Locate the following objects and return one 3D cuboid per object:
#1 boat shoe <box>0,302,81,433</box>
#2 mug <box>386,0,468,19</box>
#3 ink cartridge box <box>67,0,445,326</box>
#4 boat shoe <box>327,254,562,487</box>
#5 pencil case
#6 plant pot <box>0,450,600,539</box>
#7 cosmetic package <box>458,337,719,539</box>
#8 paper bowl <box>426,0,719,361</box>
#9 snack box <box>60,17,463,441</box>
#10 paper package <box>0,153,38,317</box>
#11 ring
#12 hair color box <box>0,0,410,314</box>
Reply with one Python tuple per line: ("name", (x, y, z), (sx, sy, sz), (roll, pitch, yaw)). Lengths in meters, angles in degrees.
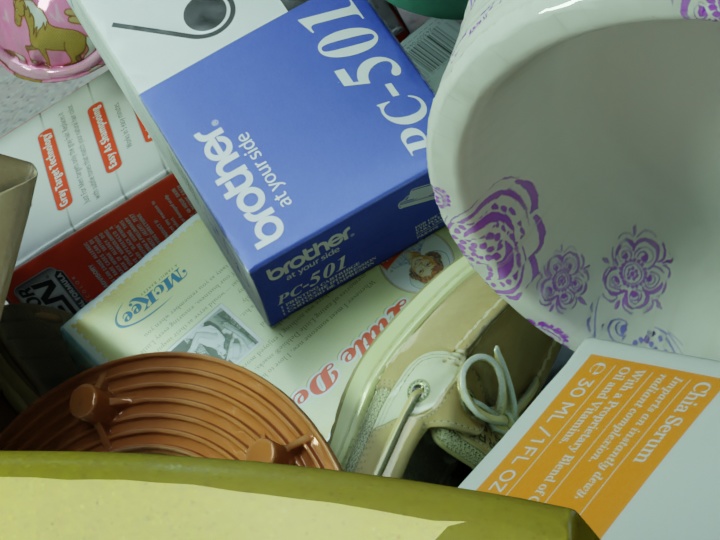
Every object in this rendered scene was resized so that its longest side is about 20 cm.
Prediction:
("boat shoe", (-0.100, 0.095, 0.876), (0.068, 0.072, 0.200), (-60, 40, 23))
("mug", (0.057, -0.162, 0.916), (0.185, 0.114, 0.152), (-57, 13, -11))
("ink cartridge box", (-0.043, -0.083, 0.882), (0.094, 0.044, 0.200), (-29, 60, -7))
("boat shoe", (0.018, 0.080, 0.794), (0.063, 0.073, 0.201), (24, 69, 40))
("pencil case", (-0.096, -0.148, 1.045), (0.086, 0.083, 0.200), (-30, 5, 29))
("plant pot", (-0.006, 0.155, 0.591), (0.176, 0.200, 0.201), (-12, 62, 16))
("cosmetic package", (0.127, 0.089, 0.686), (0.199, 0.071, 0.101), (10, 44, 42))
("paper bowl", (0.128, -0.052, 0.742), (0.200, 0.201, 0.105), (-7, 46, 31))
("snack box", (0.000, 0.000, 0.876), (0.200, 0.037, 0.116), (-40, 57, -15))
("paper package", (-0.196, 0.050, 0.842), (0.200, 0.103, 0.192), (146, 138, -72))
("ring", (-0.083, 0.123, 0.778), (0.200, 0.019, 0.201), (-14, 65, 31))
("hair color box", (-0.066, -0.054, 1.003), (0.199, 0.061, 0.102), (-30, 37, 5))
